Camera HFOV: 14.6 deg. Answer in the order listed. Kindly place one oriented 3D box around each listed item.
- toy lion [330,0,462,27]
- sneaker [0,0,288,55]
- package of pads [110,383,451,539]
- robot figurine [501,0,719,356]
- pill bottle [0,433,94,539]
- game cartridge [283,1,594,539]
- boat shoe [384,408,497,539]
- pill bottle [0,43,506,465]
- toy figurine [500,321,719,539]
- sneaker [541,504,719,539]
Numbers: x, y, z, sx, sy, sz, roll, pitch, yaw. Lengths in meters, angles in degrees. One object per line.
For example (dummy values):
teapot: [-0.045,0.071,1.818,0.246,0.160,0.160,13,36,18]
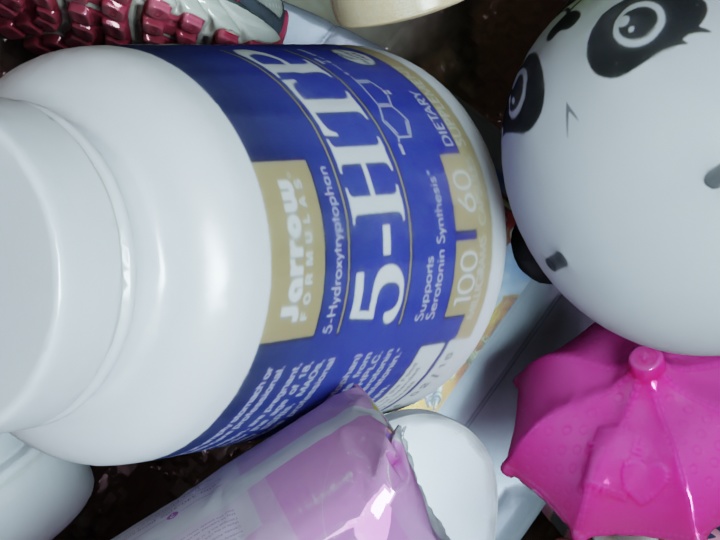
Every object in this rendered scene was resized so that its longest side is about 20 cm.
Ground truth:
toy lion: [0.030,-0.136,0.892,0.199,0.191,0.069,-25,105,-29]
sneaker: [-0.107,-0.124,0.889,0.199,0.081,0.075,30,69,-16]
package of pads: [-0.048,0.134,0.813,0.199,0.076,0.121,-33,112,1]
robot figurine: [0.123,-0.057,0.874,0.200,0.124,0.151,-42,144,-49]
pill bottle: [-0.161,-0.001,0.875,0.111,0.111,0.201,-30,109,-17]
game cartridge: [0.000,0.000,0.962,0.200,0.042,0.133,37,86,-9]
boat shoe: [-0.020,0.133,0.899,0.072,0.066,0.201,21,95,-14]
pill bottle: [-0.056,-0.006,0.823,0.200,0.119,0.121,-8,103,-55]
toy figurine: [0.098,0.103,0.922,0.149,0.200,0.185,-3,96,-2]
sneaker: [0.106,0.084,1.021,0.070,0.082,0.201,-38,108,-16]
